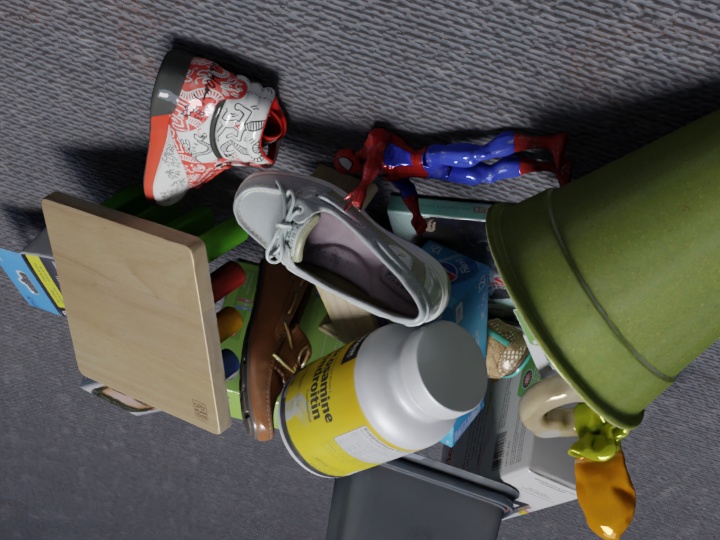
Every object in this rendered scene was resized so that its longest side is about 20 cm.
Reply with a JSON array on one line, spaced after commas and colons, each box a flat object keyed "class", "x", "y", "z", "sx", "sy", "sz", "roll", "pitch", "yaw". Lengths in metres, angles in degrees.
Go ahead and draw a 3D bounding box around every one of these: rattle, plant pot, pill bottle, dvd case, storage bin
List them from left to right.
[{"class": "pill bottle", "x": 0.020, "y": 0.113, "z": 1.046, "sx": 0.111, "sy": 0.113, "sz": 0.199, "roll": 29, "pitch": 145, "yaw": -25}, {"class": "storage bin", "x": 0.048, "y": 0.283, "z": 1.241, "sx": 0.198, "sy": 0.135, "sz": 0.146, "roll": 22, "pitch": 152, "yaw": -11}, {"class": "dvd case", "x": 0.111, "y": -0.004, "z": 1.118, "sx": 0.144, "sy": 0.022, "sz": 0.200, "roll": 7, "pitch": 153, "yaw": 15}, {"class": "rattle", "x": 0.210, "y": 0.149, "z": 1.080, "sx": 0.129, "sy": 0.144, "sz": 0.200, "roll": 11, "pitch": 155, "yaw": 6}, {"class": "plant pot", "x": 0.227, "y": -0.017, "z": 0.856, "sx": 0.189, "sy": 0.201, "sz": 0.200, "roll": -35, "pitch": 130, "yaw": 23}]

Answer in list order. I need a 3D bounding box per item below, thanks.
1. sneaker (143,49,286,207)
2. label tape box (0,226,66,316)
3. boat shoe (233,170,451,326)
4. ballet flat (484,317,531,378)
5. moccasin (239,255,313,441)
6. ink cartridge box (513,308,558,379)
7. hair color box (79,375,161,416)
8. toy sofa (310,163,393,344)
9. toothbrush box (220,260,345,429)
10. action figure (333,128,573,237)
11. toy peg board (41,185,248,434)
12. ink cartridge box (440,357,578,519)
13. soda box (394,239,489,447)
[{"class": "sneaker", "x": -0.125, "y": -0.101, "z": 1.003, "sx": 0.107, "sy": 0.068, "sz": 0.202, "roll": 18, "pitch": 150, "yaw": -2}, {"class": "label tape box", "x": -0.283, "y": 0.001, "z": 1.273, "sx": 0.198, "sy": 0.067, "sz": 0.144, "roll": 11, "pitch": 151, "yaw": 12}, {"class": "boat shoe", "x": -0.022, "y": -0.018, "z": 0.946, "sx": 0.201, "sy": 0.075, "sz": 0.065, "roll": 33, "pitch": -161, "yaw": 12}, {"class": "ballet flat", "x": 0.123, "y": 0.082, "z": 1.218, "sx": 0.065, "sy": 0.071, "sz": 0.200, "roll": 38, "pitch": 162, "yaw": -1}, {"class": "moccasin", "x": -0.077, "y": 0.076, "z": 1.162, "sx": 0.077, "sy": 0.203, "sz": 0.074, "roll": 9, "pitch": 139, "yaw": -2}, {"class": "ink cartridge box", "x": 0.209, "y": 0.049, "z": 1.100, "sx": 0.103, "sy": 0.060, "sz": 0.200, "roll": -10, "pitch": 148, "yaw": 15}, {"class": "hair color box", "x": -0.265, "y": 0.132, "z": 1.508, "sx": 0.099, "sy": 0.061, "sz": 0.199, "roll": 34, "pitch": 147, "yaw": -33}, {"class": "toy sofa", "x": 0.000, "y": 0.000, "z": 1.087, "sx": 0.097, "sy": 0.083, "sz": 0.201, "roll": 25, "pitch": 157, "yaw": 25}, {"class": "toothbrush box", "x": -0.057, "y": 0.093, "z": 1.242, "sx": 0.198, "sy": 0.147, "sz": 0.086, "roll": 13, "pitch": 153, "yaw": 1}, {"class": "action figure", "x": 0.065, "y": -0.067, "z": 0.949, "sx": 0.198, "sy": 0.100, "sz": 0.065, "roll": 6, "pitch": 151, "yaw": 21}, {"class": "toy peg board", "x": -0.186, "y": 0.022, "z": 1.115, "sx": 0.199, "sy": 0.098, "sz": 0.201, "roll": 17, "pitch": 126, "yaw": 34}, {"class": "ink cartridge box", "x": 0.176, "y": 0.190, "z": 1.309, "sx": 0.083, "sy": 0.146, "sz": 0.200, "roll": 24, "pitch": 151, "yaw": -18}, {"class": "soda box", "x": 0.077, "y": 0.073, "z": 1.109, "sx": 0.067, "sy": 0.064, "sz": 0.201, "roll": 25, "pitch": 140, "yaw": 27}]
